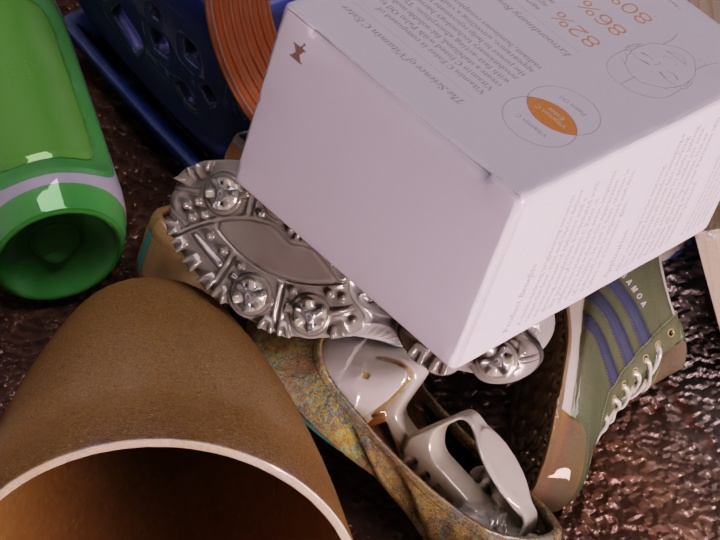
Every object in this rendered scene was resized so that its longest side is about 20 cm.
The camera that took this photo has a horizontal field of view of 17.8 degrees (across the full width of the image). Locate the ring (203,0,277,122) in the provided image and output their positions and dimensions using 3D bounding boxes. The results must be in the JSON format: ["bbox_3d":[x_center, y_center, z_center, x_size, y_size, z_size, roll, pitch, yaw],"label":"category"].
[{"bbox_3d":[0.006,-0.142,1.176,0.200,0.201,0.019,-29,16,-29],"label":"ring"}]

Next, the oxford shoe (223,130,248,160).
[{"bbox_3d":[0.007,-0.064,1.223,0.200,0.058,0.075,-19,44,-35],"label":"oxford shoe"}]

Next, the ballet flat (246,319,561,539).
[{"bbox_3d":[0.026,0.079,1.146,0.071,0.071,0.200,-34,76,-32],"label":"ballet flat"}]

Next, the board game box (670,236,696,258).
[{"bbox_3d":[0.141,-0.114,1.277,0.034,0.200,0.135,-24,53,2],"label":"board game box"}]

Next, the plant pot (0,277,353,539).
[{"bbox_3d":[-0.099,0.097,1.086,0.186,0.187,0.200,2,32,-7],"label":"plant pot"}]

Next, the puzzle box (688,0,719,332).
[{"bbox_3d":[0.204,-0.051,1.276,0.025,0.133,0.200,-9,46,15],"label":"puzzle box"}]

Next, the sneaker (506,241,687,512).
[{"bbox_3d":[0.135,0.043,1.222,0.090,0.067,0.200,18,56,-16],"label":"sneaker"}]

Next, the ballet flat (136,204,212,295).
[{"bbox_3d":[-0.027,-0.029,1.263,0.200,0.063,0.069,-18,48,-23],"label":"ballet flat"}]

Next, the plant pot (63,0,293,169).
[{"bbox_3d":[-0.055,-0.165,1.302,0.200,0.180,0.200,-27,58,-28],"label":"plant pot"}]

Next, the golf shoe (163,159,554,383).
[{"bbox_3d":[0.000,0.000,1.144,0.200,0.078,0.097,23,9,3],"label":"golf shoe"}]

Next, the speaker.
[{"bbox_3d":[-0.189,-0.080,1.271,0.088,0.089,0.200,-9,51,-16],"label":"speaker"}]

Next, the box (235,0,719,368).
[{"bbox_3d":[0.069,-0.069,1.081,0.200,0.106,0.152,-26,57,-41],"label":"box"}]
